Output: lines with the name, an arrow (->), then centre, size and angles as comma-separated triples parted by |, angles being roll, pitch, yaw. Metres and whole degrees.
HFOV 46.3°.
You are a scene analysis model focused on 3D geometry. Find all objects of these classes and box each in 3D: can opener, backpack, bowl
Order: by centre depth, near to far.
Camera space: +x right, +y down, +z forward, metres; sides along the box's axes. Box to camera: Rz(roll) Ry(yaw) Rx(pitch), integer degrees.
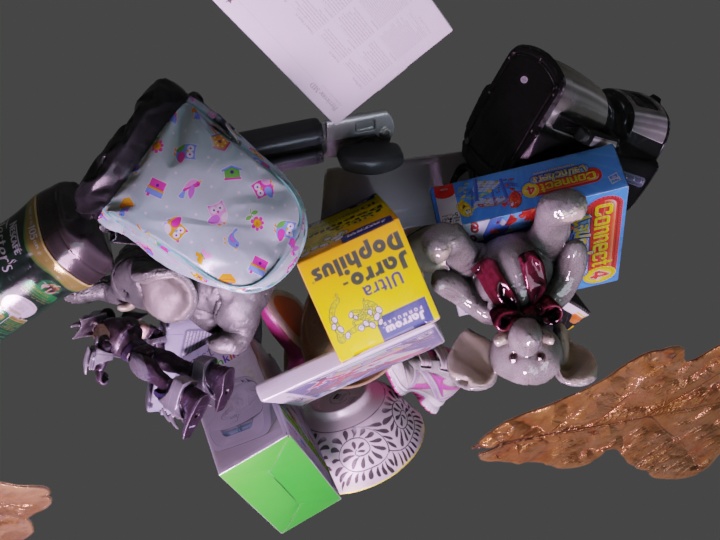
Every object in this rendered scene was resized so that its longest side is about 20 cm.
backpack -> -0.146, -0.060, 0.782 | 0.199, 0.127, 0.168 | 36, 89, -10
can opener -> -0.053, -0.128, 0.883 | 0.198, 0.067, 0.053 | -9, 139, -10
bowl -> -0.017, 0.209, 1.183 | 0.199, 0.201, 0.095 | -22, 114, -3

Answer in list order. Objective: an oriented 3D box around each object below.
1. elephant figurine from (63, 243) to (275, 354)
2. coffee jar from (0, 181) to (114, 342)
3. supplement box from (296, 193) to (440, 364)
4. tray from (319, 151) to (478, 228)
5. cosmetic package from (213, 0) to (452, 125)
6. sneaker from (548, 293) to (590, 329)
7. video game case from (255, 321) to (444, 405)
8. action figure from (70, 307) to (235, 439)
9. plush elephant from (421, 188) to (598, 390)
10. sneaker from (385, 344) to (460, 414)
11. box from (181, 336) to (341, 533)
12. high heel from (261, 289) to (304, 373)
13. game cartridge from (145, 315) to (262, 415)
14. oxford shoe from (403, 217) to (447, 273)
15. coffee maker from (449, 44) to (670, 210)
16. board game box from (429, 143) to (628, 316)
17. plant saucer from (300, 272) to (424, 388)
elephant figurine -> -0.202, 0.006, 0.909 | 0.199, 0.141, 0.156 | 23, 93, -23
coffee jar -> -0.342, 0.000, 0.841 | 0.199, 0.105, 0.085 | -32, 142, 7
supplement box -> 0.000, 0.000, 0.884 | 0.108, 0.200, 0.110 | -24, 103, 0
tray -> 0.046, -0.094, 0.993 | 0.198, 0.022, 0.108 | -9, 138, -17
cosmetic package -> -0.027, -0.247, 0.774 | 0.150, 0.052, 0.200 | -38, 138, 12
sneaker -> 0.249, 0.051, 1.207 | 0.199, 0.070, 0.090 | 25, 117, -44
video game case -> -0.003, 0.103, 0.946 | 0.198, 0.023, 0.182 | -25, 167, 4
action figure -> -0.241, 0.100, 0.941 | 0.130, 0.199, 0.070 | -22, 136, -58
plush elephant -> 0.159, 0.043, 0.849 | 0.163, 0.156, 0.201 | -12, 149, 5
sneaker -> 0.088, 0.134, 1.218 | 0.088, 0.082, 0.200 | -40, 144, 11
box -> -0.120, 0.196, 1.046 | 0.096, 0.177, 0.201 | -29, 142, -2
high heel -> -0.102, 0.090, 1.090 | 0.095, 0.068, 0.200 | -13, 148, 22
game cartridge -> -0.197, 0.108, 1.078 | 0.132, 0.041, 0.201 | 3, 132, -23
oxford shoe -> 0.133, -0.025, 1.058 | 0.198, 0.074, 0.071 | -8, 122, -24
coffee maker -> 0.224, -0.140, 0.964 | 0.198, 0.136, 0.192 | 12, 143, -33
board game box -> 0.187, -0.037, 0.934 | 0.194, 0.056, 0.200 | -13, 149, 7
plant saucer -> -0.002, 0.051, 1.066 | 0.199, 0.035, 0.202 | -18, 120, -34
